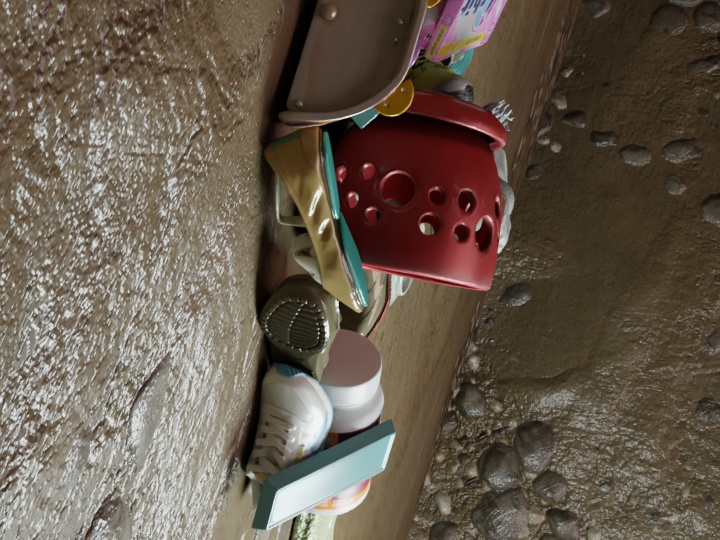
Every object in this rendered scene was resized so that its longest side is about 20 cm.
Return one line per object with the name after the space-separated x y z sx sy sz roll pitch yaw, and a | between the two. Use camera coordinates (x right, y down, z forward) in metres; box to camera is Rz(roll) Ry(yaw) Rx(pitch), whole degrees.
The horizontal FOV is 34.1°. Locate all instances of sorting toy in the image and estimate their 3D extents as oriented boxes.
-0.002 -0.209 1.079 0.180 0.106 0.202 180 -73 -82 | sorting toy

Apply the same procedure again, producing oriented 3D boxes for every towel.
-0.059 0.341 1.651 0.148 0.036 0.202 -38 142 -70 | towel

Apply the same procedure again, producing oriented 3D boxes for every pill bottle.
-0.033 0.174 1.349 0.114 0.113 0.202 -59 161 -50 | pill bottle

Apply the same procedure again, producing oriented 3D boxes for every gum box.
0.100 -0.286 1.189 0.114 0.066 0.200 -64 168 24 | gum box

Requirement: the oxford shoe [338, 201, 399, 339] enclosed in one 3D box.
0.000 0.000 1.436 0.075 0.070 0.202 20 86 -54 | oxford shoe

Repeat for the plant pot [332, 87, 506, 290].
0.055 -0.084 1.214 0.200 0.198 0.185 28 74 -78 | plant pot

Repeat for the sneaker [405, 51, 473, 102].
0.073 -0.214 1.347 0.200 0.074 0.077 -160 -121 -74 | sneaker

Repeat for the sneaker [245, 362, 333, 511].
-0.080 0.184 1.246 0.081 0.076 0.202 -51 152 -44 | sneaker

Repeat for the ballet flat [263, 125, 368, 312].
-0.040 -0.042 1.063 0.069 0.062 0.202 -92 170 -53 | ballet flat

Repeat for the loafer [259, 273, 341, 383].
-0.057 0.050 1.182 0.201 0.075 0.068 105 6 -63 | loafer

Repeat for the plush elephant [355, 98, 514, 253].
0.115 -0.100 1.395 0.156 0.198 0.165 63 24 -19 | plush elephant

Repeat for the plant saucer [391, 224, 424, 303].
0.051 -0.023 1.637 0.200 0.050 0.203 16 90 -79 | plant saucer

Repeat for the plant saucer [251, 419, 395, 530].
-0.034 0.222 1.267 0.199 0.019 0.071 -17 133 -44 | plant saucer

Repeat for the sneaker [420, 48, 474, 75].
0.104 -0.281 1.433 0.079 0.078 0.201 -39 163 -23 | sneaker
